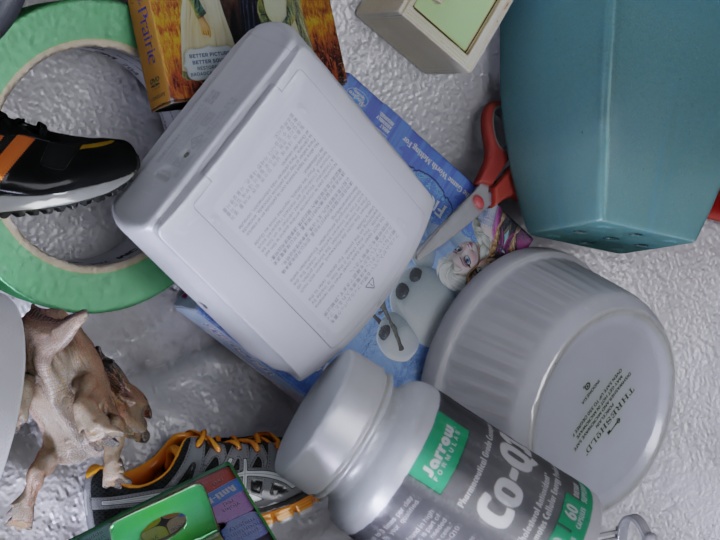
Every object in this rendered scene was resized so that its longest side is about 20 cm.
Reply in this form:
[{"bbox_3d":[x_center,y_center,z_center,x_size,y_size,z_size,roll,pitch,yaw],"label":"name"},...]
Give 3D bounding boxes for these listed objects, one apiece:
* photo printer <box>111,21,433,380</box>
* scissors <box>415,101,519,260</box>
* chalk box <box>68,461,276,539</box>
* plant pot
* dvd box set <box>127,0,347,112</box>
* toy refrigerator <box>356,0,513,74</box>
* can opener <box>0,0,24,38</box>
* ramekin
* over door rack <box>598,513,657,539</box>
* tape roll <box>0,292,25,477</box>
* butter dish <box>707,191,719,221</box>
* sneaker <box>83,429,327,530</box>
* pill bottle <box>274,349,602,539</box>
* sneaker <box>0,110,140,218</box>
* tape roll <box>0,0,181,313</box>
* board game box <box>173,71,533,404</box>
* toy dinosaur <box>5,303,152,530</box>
[{"bbox_3d":[-0.046,-0.036,1.244,0.167,0.069,0.200,-53,132,-10],"label":"photo printer"},{"bbox_3d":[0.092,-0.048,1.371,0.073,0.014,0.201,49,40,-20],"label":"scissors"},{"bbox_3d":[-0.102,0.215,1.208,0.124,0.124,0.201,-23,121,-11],"label":"chalk box"},{"bbox_3d":[0.185,-0.121,1.379,0.140,0.141,0.202,11,79,-30],"label":"plant pot"},{"bbox_3d":[-0.091,-0.210,1.262,0.145,0.029,0.202,-10,86,-37],"label":"dvd box set"},{"bbox_3d":[0.087,-0.243,1.372,0.076,0.070,0.201,37,77,-27],"label":"toy refrigerator"},{"bbox_3d":[-0.194,-0.209,1.186,0.200,0.053,0.067,-42,85,0],"label":"can opener"},{"bbox_3d":[0.142,0.091,1.392,0.201,0.094,0.204,-14,112,-39],"label":"ramekin"},{"bbox_3d":[0.139,0.282,1.413,0.147,0.067,0.202,-6,120,-29],"label":"over door rack"},{"bbox_3d":[-0.298,0.085,1.106,0.138,0.202,0.204,22,83,-28],"label":"tape roll"},{"bbox_3d":[0.331,-0.133,1.477,0.199,0.147,0.201,12,88,-30],"label":"butter dish"},{"bbox_3d":[-0.096,0.140,1.300,0.199,0.078,0.078,-21,100,-26],"label":"sneaker"},{"bbox_3d":[0.050,0.144,1.269,0.199,0.113,0.114,33,78,-11],"label":"pill bottle"},{"bbox_3d":[-0.231,-0.078,1.149,0.198,0.070,0.091,-7,101,-15],"label":"sneaker"},{"bbox_3d":[-0.180,-0.074,1.248,0.199,0.048,0.202,-3,96,-30],"label":"tape roll"},{"bbox_3d":[0.000,0.000,1.359,0.200,0.043,0.200,39,76,-27],"label":"board game box"},{"bbox_3d":[-0.184,0.067,1.195,0.085,0.136,0.201,-5,140,0],"label":"toy dinosaur"}]
